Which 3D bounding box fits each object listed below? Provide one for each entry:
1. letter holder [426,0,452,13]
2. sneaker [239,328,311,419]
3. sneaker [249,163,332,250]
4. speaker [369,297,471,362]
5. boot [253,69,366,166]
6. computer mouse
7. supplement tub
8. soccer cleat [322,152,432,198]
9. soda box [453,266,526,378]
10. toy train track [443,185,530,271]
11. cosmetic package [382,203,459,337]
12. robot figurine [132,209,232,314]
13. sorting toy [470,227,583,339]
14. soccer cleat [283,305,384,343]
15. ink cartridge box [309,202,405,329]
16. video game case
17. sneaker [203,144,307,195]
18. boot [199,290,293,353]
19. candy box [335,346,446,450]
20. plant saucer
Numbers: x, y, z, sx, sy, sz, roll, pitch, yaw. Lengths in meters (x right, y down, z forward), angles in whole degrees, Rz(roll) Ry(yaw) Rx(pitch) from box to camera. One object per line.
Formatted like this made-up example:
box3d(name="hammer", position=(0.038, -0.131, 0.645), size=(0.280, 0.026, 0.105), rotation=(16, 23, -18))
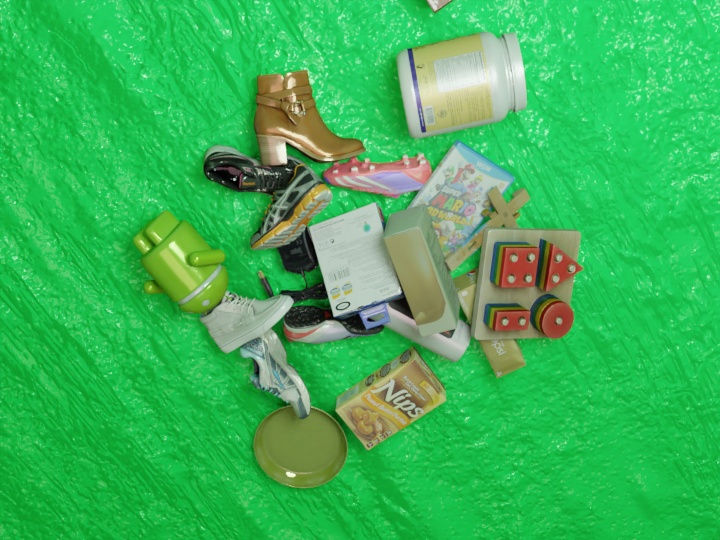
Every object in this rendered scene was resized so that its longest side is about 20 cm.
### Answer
box3d(name="letter holder", position=(0.160, -0.525, 1.284), size=(0.198, 0.101, 0.143), rotation=(-31, 107, 14))
box3d(name="sneaker", position=(-0.169, 0.211, 1.607), size=(0.086, 0.077, 0.203), rotation=(-34, 102, -21))
box3d(name="sneaker", position=(-0.129, -0.105, 1.437), size=(0.199, 0.078, 0.078), rotation=(-39, 74, 30))
box3d(name="speaker", position=(0.112, 0.096, 1.560), size=(0.197, 0.082, 0.082), rotation=(29, 112, -9))
box3d(name="boot", position=(-0.088, -0.265, 1.426), size=(0.194, 0.077, 0.160), rotation=(-4, 96, -8))
box3d(name="computer mouse", position=(-0.139, -0.029, 1.540), size=(0.138, 0.046, 0.203), rotation=(-16, 112, 23))
box3d(name="supplement tub", position=(0.164, -0.306, 1.351), size=(0.195, 0.146, 0.149), rotation=(-11, 113, 6))
box3d(name="soccer cleat", position=(0.032, -0.160, 1.465), size=(0.194, 0.067, 0.078), rotation=(-6, 118, 1))
box3d(name="soda box", position=(0.244, 0.099, 1.564), size=(0.063, 0.068, 0.203), rotation=(-25, 110, 11))
box3d(name="toy train track", position=(0.222, -0.076, 1.477), size=(0.199, 0.032, 0.116), rotation=(-42, 119, -11))
box3d(name="cosmetic package", position=(0.109, 0.000, 1.439), size=(0.070, 0.106, 0.204), rotation=(-15, 112, 18))
box3d(name="robot figurine", position=(-0.322, -0.008, 1.509), size=(0.173, 0.116, 0.201), rotation=(-26, 111, 35))
box3d(name="sorting toy", position=(0.311, 0.032, 1.484), size=(0.194, 0.070, 0.205), rotation=(0, 105, -20))
box3d(name="soccer cleat", position=(-0.051, 0.107, 1.588), size=(0.194, 0.069, 0.074), rotation=(0, 143, -7))
box3d(name="ink cartridge box", position=(0.000, 0.000, 1.479), size=(0.133, 0.076, 0.205), rotation=(-18, 80, 11))
box3d(name="video game case", position=(0.166, -0.119, 1.476), size=(0.141, 0.018, 0.201), rotation=(25, 113, -29))
box3d(name="sneaker", position=(-0.187, -0.162, 1.456), size=(0.194, 0.087, 0.082), rotation=(6, 116, -1))
box3d(name="boot", position=(-0.222, 0.077, 1.554), size=(0.198, 0.074, 0.096), rotation=(-32, 107, 28))
box3d(name="candy box", position=(0.060, 0.256, 1.644), size=(0.198, 0.056, 0.116), rotation=(-34, 108, 15))
box3d(name="plant saucer", position=(-0.122, 0.358, 1.707), size=(0.194, 0.031, 0.205), rotation=(1, 114, 2))
